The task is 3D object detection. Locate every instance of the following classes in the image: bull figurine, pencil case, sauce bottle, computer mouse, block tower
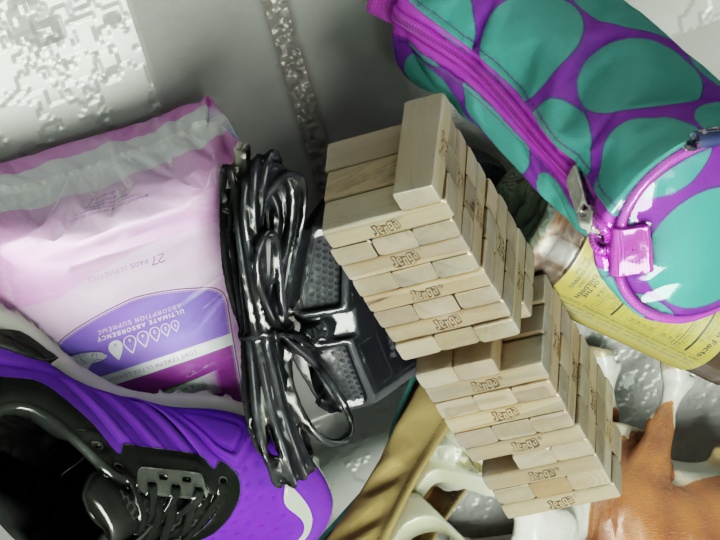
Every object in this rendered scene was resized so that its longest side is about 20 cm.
[{"bbox_3d":[0.143,0.107,1.260,0.199,0.065,0.122,20,79,-33],"label":"bull figurine"},{"bbox_3d":[0.088,-0.066,1.084,0.092,0.200,0.085,-7,125,-29],"label":"pencil case"},{"bbox_3d":[0.145,0.011,1.184,0.200,0.065,0.065,25,107,-28],"label":"sauce bottle"},{"bbox_3d":[0.000,0.000,1.141,0.200,0.053,0.139,-21,109,-51],"label":"computer mouse"},{"bbox_3d":[0.047,0.019,1.104,0.058,0.054,0.200,-14,133,19],"label":"block tower"}]

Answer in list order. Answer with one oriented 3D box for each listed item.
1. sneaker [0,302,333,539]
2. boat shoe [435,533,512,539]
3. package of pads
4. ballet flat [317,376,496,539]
[{"bbox_3d":[-0.096,0.088,1.072,0.200,0.100,0.070,23,114,-26],"label":"sneaker"},{"bbox_3d":[0.025,0.147,1.264,0.199,0.071,0.070,-19,97,-19],"label":"boat shoe"},{"bbox_3d":[-0.094,0.034,1.148,0.120,0.076,0.201,-16,123,-8],"label":"package of pads"},{"bbox_3d":[0.032,0.102,1.192,0.200,0.063,0.069,-57,150,-20],"label":"ballet flat"}]
